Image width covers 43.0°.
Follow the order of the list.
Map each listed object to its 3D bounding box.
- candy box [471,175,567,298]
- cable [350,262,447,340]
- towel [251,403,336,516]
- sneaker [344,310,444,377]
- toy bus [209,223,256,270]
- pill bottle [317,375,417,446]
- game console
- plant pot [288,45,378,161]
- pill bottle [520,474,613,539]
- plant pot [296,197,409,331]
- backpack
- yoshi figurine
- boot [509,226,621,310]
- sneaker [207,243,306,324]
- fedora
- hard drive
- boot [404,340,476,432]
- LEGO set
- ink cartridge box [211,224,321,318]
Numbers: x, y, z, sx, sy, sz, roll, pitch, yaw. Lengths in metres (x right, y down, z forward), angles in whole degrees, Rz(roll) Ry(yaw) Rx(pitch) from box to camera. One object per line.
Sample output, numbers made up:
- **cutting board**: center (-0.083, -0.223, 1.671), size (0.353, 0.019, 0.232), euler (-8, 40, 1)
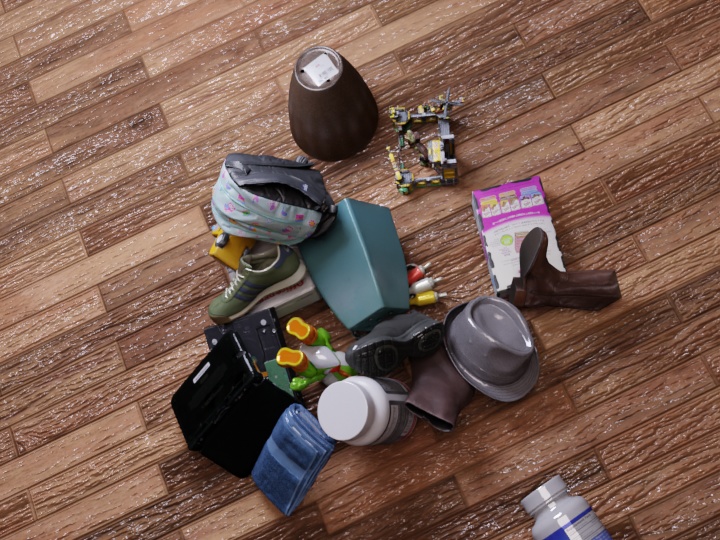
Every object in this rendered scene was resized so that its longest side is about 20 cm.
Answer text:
- **candy box**: center (0.295, -0.061, 1.712), size (0.134, 0.061, 0.204), euler (-12, 71, 3)
- **cable**: center (0.060, 0.051, 1.711), size (0.197, 0.050, 0.098), euler (-27, 70, -2)
- **towel**: center (-0.120, 0.327, 1.579), size (0.111, 0.202, 0.048), euler (40, 38, 15)
- **sneaker**: center (0.049, 0.122, 1.585), size (0.197, 0.077, 0.090), euler (-14, 33, -34)
- **toy bus**: center (-0.212, -0.102, 1.684), size (0.065, 0.078, 0.202), euler (34, 75, -29)
- **pill bottle**: center (0.013, 0.240, 1.567), size (0.114, 0.199, 0.118), euler (-5, 79, 25)
- **game console**: center (-0.223, 0.241, 1.646), size (0.200, 0.116, 0.177), euler (-48, 52, 18)
- **plant pot**: center (-0.064, -0.341, 1.771), size (0.183, 0.200, 0.191), euler (-2, 72, 6)
- **pill bottle**: center (0.355, 0.449, 1.517), size (0.111, 0.112, 0.201), euler (-33, 71, -4)
- **plant pot**: center (0.000, 0.000, 1.661), size (0.140, 0.140, 0.203), euler (-33, 68, 30)
- **backpack**: center (-0.156, -0.123, 1.579), size (0.197, 0.128, 0.168), euler (8, 31, -30)
- **yoshi figurine**: center (-0.081, 0.157, 1.633), size (0.111, 0.200, 0.113), euler (-31, 54, 14)
- **boot**: center (0.375, 0.001, 1.606), size (0.196, 0.188, 0.065), euler (3, 48, -6)
- **sneaker**: center (-0.201, 0.012, 1.634), size (0.198, 0.090, 0.068), euler (-28, 38, 6)
- **fedora**: center (0.242, 0.121, 1.614), size (0.175, 0.091, 0.200), euler (-30, 68, -32)
- **hard drive**: center (-0.191, 0.182, 1.663), size (0.137, 0.038, 0.204), euler (-18, 91, 14)
- **boot**: center (0.111, 0.179, 1.615), size (0.198, 0.073, 0.167), euler (31, 39, 8)
- **LEGO set**: center (0.122, -0.252, 1.762), size (0.151, 0.116, 0.204), euler (3, 73, 8)
- **ink cartridge box**: center (-0.178, -0.014, 1.743), size (0.144, 0.084, 0.203), euler (-23, 72, 0)
